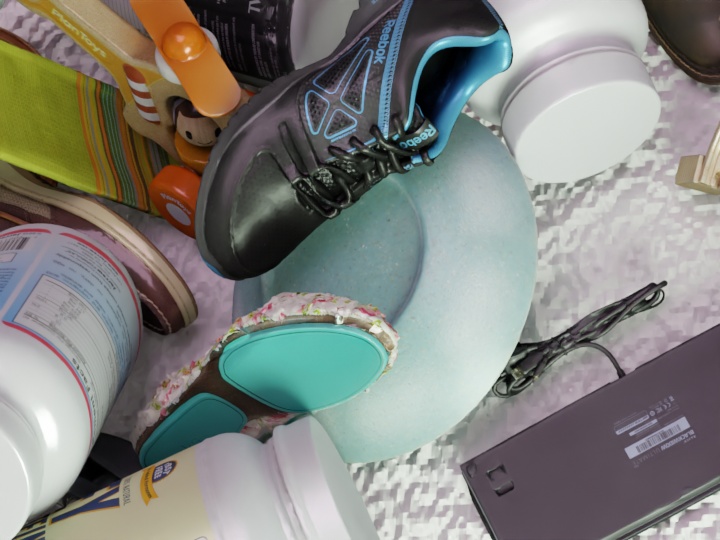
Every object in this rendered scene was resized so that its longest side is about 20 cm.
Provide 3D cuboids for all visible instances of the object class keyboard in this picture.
[{"bbox_3d":[0.143,0.068,1.191,0.199,0.021,0.128,-28,65,1],"label":"keyboard"}]

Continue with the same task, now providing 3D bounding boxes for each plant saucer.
[{"bbox_3d":[0.000,0.000,1.222,0.200,0.039,0.202,-14,66,33],"label":"plant saucer"}]

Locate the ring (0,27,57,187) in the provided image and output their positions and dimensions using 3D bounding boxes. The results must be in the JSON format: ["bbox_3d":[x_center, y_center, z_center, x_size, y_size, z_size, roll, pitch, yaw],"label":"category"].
[{"bbox_3d":[-0.268,-0.064,1.389,0.199,0.019,0.202,-8,61,15],"label":"ring"}]

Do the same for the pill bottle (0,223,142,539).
[{"bbox_3d":[-0.181,0.061,1.165,0.108,0.109,0.200,-10,21,13],"label":"pill bottle"}]

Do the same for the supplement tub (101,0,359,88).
[{"bbox_3d":[-0.094,-0.179,1.332,0.199,0.123,0.123,18,70,24],"label":"supplement tub"}]

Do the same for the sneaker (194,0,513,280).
[{"bbox_3d":[-0.006,-0.071,1.179,0.200,0.073,0.082,-50,44,-2],"label":"sneaker"}]

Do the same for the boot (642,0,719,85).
[{"bbox_3d":[0.173,-0.204,1.274,0.074,0.097,0.201,-16,60,8],"label":"boot"}]

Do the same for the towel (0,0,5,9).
[{"bbox_3d":[-0.290,-0.103,1.308,0.170,0.048,0.200,-24,26,23],"label":"towel"}]

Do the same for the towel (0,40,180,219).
[{"bbox_3d":[-0.171,-0.086,1.272,0.018,0.199,0.087,-35,56,27],"label":"towel"}]

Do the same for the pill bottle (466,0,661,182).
[{"bbox_3d":[0.091,-0.153,1.266,0.112,0.112,0.201,-23,60,5],"label":"pill bottle"}]

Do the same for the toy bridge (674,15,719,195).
[{"bbox_3d":[0.215,-0.139,1.213,0.027,0.067,0.201,17,87,-11],"label":"toy bridge"}]

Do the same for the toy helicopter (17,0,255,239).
[{"bbox_3d":[-0.120,-0.115,1.254,0.200,0.132,0.079,40,69,1],"label":"toy helicopter"}]

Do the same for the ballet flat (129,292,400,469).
[{"bbox_3d":[-0.051,0.047,1.179,0.200,0.076,0.064,-31,30,41],"label":"ballet flat"}]

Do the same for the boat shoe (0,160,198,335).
[{"bbox_3d":[-0.183,-0.009,1.290,0.199,0.072,0.072,32,69,15],"label":"boat shoe"}]

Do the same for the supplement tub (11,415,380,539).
[{"bbox_3d":[-0.089,0.169,1.139,0.199,0.145,0.146,-25,59,4],"label":"supplement tub"}]

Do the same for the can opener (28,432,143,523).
[{"bbox_3d":[-0.186,0.105,1.268,0.199,0.054,0.067,25,41,27],"label":"can opener"}]
